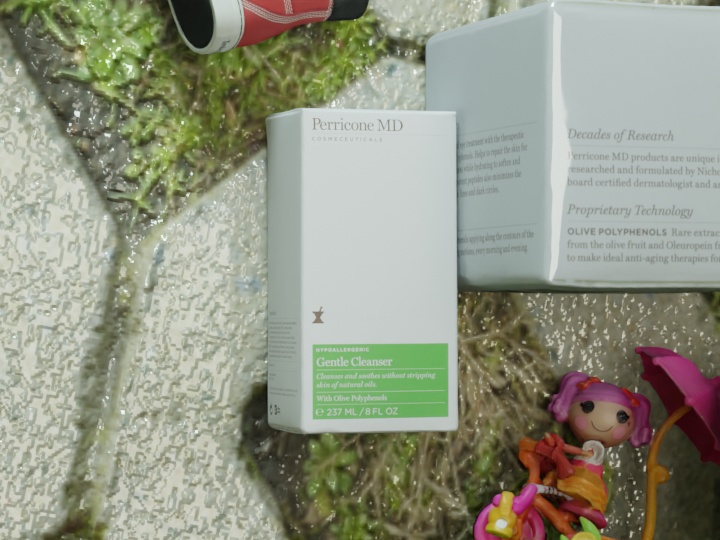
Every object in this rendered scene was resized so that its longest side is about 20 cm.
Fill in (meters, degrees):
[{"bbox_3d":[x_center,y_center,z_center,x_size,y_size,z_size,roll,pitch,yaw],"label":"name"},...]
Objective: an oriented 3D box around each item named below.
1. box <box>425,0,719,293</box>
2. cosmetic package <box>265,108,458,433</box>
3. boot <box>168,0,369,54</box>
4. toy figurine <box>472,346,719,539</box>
[{"bbox_3d":[0.163,-0.072,1.555,0.200,0.199,0.172,0,89,-20],"label":"box"},{"bbox_3d":[0.000,0.000,1.559,0.107,0.085,0.200,-1,91,-17],"label":"cosmetic package"},{"bbox_3d":[-0.068,-0.243,1.557,0.144,0.072,0.200,-17,88,-32],"label":"boot"},{"bbox_3d":[0.162,0.134,1.610,0.200,0.150,0.184,16,69,6],"label":"toy figurine"}]
